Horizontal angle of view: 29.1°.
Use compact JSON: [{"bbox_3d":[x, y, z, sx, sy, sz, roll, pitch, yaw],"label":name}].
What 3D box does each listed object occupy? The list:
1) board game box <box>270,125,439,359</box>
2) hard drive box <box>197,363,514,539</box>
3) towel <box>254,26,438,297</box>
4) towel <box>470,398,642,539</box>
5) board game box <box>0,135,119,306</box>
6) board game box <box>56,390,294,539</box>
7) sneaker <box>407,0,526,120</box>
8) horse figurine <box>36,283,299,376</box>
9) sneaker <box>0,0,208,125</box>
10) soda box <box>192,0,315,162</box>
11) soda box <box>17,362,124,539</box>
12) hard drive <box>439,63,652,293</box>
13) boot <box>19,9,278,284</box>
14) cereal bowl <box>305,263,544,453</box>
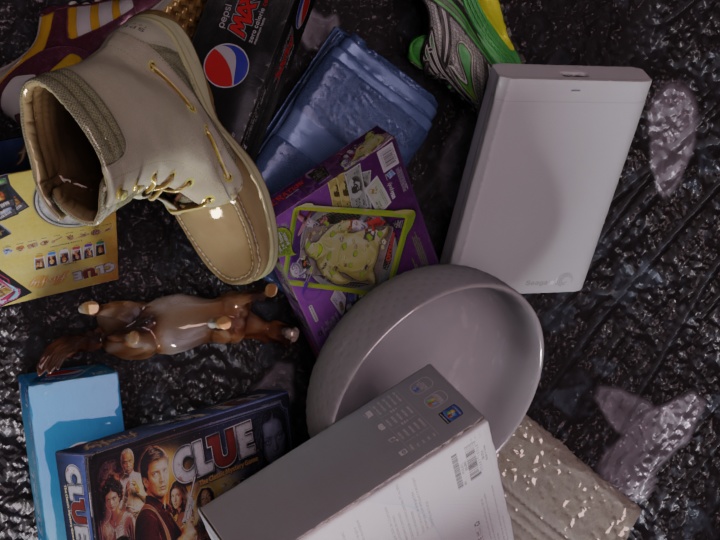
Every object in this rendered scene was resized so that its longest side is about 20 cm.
[{"bbox_3d":[0.000,0.000,1.062,0.120,0.032,0.201,-37,133,-17],"label":"board game box"},{"bbox_3d":[0.004,0.188,1.000,0.199,0.077,0.157,-30,132,-17],"label":"hard drive box"},{"bbox_3d":[-0.030,-0.079,1.082,0.111,0.048,0.201,36,81,-21],"label":"towel"},{"bbox_3d":[0.136,0.200,1.170,0.200,0.034,0.133,40,79,-17],"label":"towel"},{"bbox_3d":[-0.269,-0.026,0.961,0.199,0.035,0.136,-14,142,-19],"label":"board game box"},{"bbox_3d":[-0.125,0.175,1.016,0.199,0.034,0.137,-14,99,-48],"label":"board game box"},{"bbox_3d":[0.084,-0.164,1.114,0.085,0.078,0.201,-23,99,-2],"label":"sneaker"},{"bbox_3d":[-0.138,0.041,1.023,0.198,0.133,0.050,-8,83,-9],"label":"horse figurine"},{"bbox_3d":[-0.183,-0.175,1.007,0.090,0.075,0.200,32,55,19],"label":"sneaker"},{"bbox_3d":[-0.083,-0.172,1.027,0.063,0.071,0.201,19,80,7],"label":"soda box"},{"bbox_3d":[-0.205,0.174,1.026,0.067,0.064,0.202,-8,96,-20],"label":"soda box"},{"bbox_3d":[0.143,-0.069,1.103,0.131,0.026,0.201,-2,126,-20],"label":"hard drive"},{"bbox_3d":[-0.136,-0.056,0.906,0.201,0.072,0.155,66,30,-16],"label":"boot"},{"bbox_3d":[0.040,0.080,1.066,0.199,0.083,0.201,-18,127,-25],"label":"cereal bowl"}]
